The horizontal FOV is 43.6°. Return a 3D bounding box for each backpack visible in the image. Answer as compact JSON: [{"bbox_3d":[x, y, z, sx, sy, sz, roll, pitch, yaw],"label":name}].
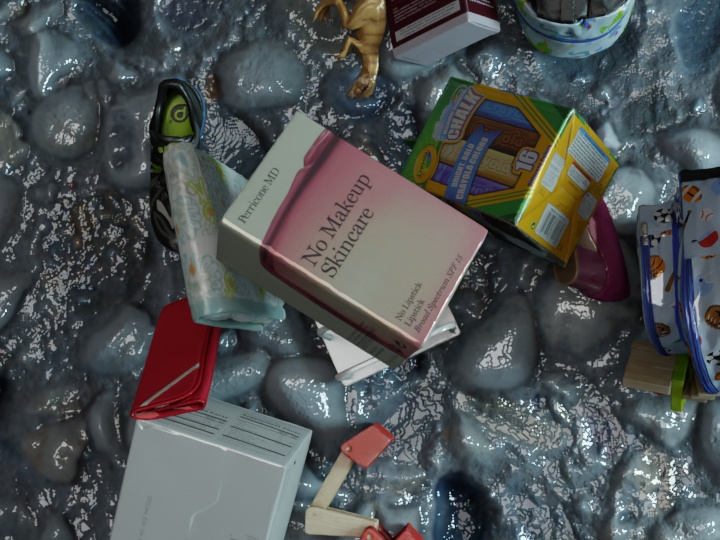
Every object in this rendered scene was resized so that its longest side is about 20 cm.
[{"bbox_3d":[0.227,-0.327,0.954,0.163,0.154,0.200,-3,62,4],"label":"backpack"},{"bbox_3d":[0.335,0.016,0.823,0.154,0.200,0.191,-17,57,30],"label":"backpack"}]

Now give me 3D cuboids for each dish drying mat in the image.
[{"bbox_3d":[-0.185,0.082,0.931,0.077,0.200,0.018,-14,119,5],"label":"dish drying mat"}]

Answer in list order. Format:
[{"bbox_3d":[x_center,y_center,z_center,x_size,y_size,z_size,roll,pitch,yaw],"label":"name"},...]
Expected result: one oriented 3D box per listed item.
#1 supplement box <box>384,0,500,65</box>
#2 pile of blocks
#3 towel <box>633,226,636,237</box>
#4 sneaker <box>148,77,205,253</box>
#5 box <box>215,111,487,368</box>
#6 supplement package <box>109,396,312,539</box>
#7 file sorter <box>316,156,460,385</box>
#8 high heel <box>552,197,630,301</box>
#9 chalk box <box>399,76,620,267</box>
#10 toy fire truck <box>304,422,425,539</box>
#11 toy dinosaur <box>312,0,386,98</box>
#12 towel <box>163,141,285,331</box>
[{"bbox_3d":[0.077,-0.339,0.979,0.109,0.061,0.200,-15,81,43],"label":"supplement box"},{"bbox_3d":[0.366,0.109,0.913,0.200,0.062,0.082,-9,38,8],"label":"pile of blocks"},{"bbox_3d":[0.399,-0.008,0.929,0.200,0.024,0.145,-13,66,5],"label":"towel"},{"bbox_3d":[-0.209,-0.118,1.000,0.071,0.083,0.200,-2,84,7],"label":"sneaker"},{"bbox_3d":[-0.011,-0.023,0.800,0.200,0.109,0.128,32,72,-1],"label":"box"},{"bbox_3d":[-0.155,0.246,0.915,0.156,0.111,0.200,16,102,7],"label":"supplement package"},{"bbox_3d":[0.000,0.000,0.935,0.139,0.125,0.200,-25,81,2],"label":"file sorter"},{"bbox_3d":[0.244,-0.064,0.970,0.096,0.067,0.200,16,69,-35],"label":"high heel"},{"bbox_3d":[0.134,-0.108,0.920,0.200,0.125,0.124,28,89,41],"label":"chalk box"},{"bbox_3d":[-0.009,0.276,0.950,0.141,0.049,0.200,44,91,10],"label":"toy fire truck"},{"bbox_3d":[0.008,-0.292,0.987,0.106,0.060,0.200,29,127,31],"label":"toy dinosaur"},{"bbox_3d":[-0.140,-0.026,0.924,0.048,0.200,0.171,-17,80,9],"label":"towel"}]
